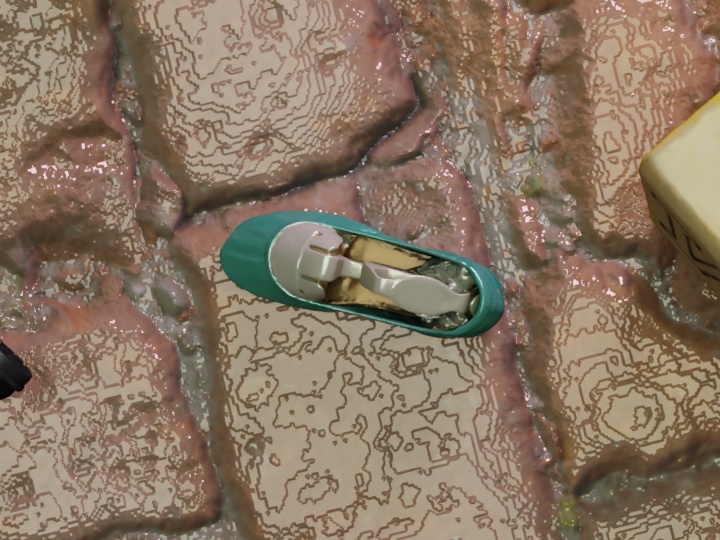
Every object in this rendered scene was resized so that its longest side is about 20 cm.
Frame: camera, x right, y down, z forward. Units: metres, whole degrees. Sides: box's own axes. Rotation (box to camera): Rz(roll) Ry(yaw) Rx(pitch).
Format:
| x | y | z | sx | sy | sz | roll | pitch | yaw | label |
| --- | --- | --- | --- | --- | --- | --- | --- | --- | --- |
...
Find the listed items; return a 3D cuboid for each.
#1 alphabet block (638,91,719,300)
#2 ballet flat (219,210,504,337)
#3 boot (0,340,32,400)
| x | y | z | sx | sy | sz | roll | pitch | yaw | label |
| --- | --- | --- | --- | --- | --- | --- | --- | --- | --- |
| 0.312 | -0.036 | 1.467 | 0.195 | 0.196 | 0.200 | -40 | 77 | 0 | alphabet block |
| 0.000 | 0.000 | 1.559 | 0.199 | 0.070 | 0.068 | 13 | 89 | 5 | ballet flat |
| -0.342 | 0.078 | 1.574 | 0.200 | 0.076 | 0.169 | 34 | 87 | 11 | boot |
